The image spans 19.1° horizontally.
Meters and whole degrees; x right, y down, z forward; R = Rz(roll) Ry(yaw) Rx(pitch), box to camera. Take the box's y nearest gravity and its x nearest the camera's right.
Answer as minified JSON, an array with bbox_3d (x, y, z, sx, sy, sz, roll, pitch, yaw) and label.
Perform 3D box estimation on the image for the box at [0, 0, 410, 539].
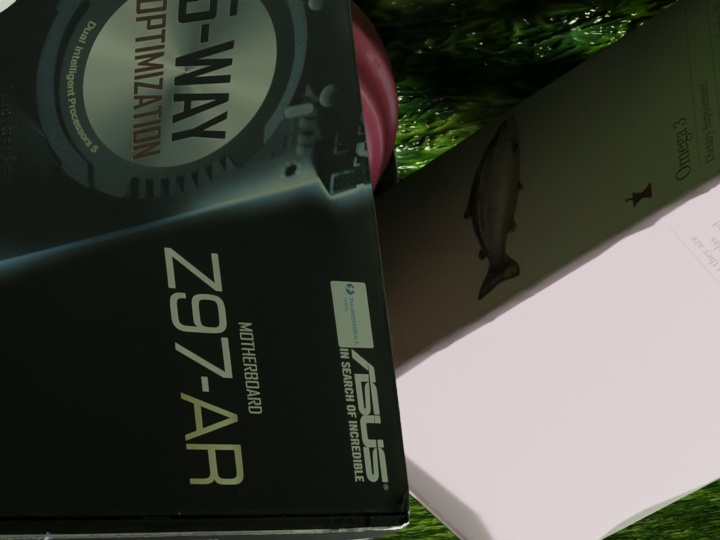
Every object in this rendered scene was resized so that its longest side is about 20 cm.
[{"bbox_3d":[-0.068,-0.022,0.593,0.159,0.202,0.043,6,162,-42],"label":"box"}]

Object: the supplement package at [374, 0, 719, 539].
[{"bbox_3d":[0.099,0.003,0.783,0.199,0.117,0.117,-32,121,26],"label":"supplement package"}]

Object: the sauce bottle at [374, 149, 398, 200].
[{"bbox_3d":[-0.084,-0.031,0.844,0.198,0.065,0.065,-6,167,-14],"label":"sauce bottle"}]

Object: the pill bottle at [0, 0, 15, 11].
[{"bbox_3d":[-0.177,-0.087,0.474,0.198,0.105,0.104,-11,166,14],"label":"pill bottle"}]

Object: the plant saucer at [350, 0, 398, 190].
[{"bbox_3d":[-0.081,-0.030,0.740,0.199,0.051,0.201,-9,146,-6],"label":"plant saucer"}]
